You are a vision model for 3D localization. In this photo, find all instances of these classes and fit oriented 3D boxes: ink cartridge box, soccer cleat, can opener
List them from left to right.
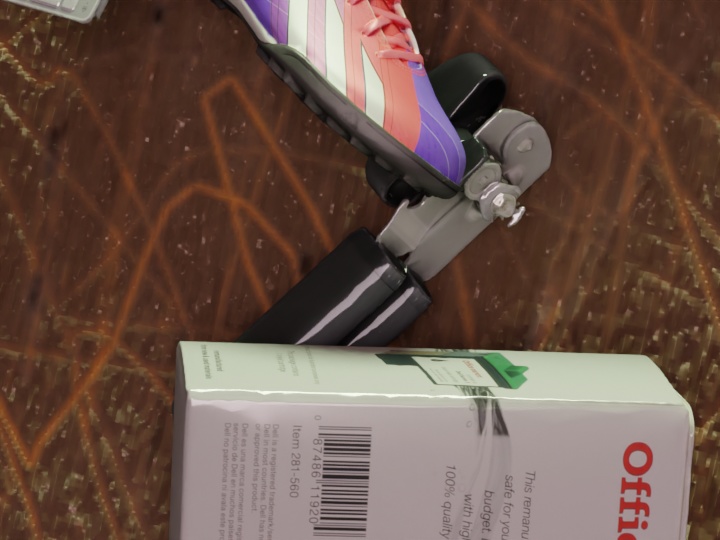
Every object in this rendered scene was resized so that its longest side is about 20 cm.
[{"bbox_3d":[-0.016,-0.113,1.117,0.073,0.068,0.200,-43,70,3],"label":"soccer cleat"},{"bbox_3d":[0.000,0.000,1.150,0.200,0.053,0.066,-47,54,2],"label":"can opener"},{"bbox_3d":[0.024,0.109,1.101,0.199,0.084,0.147,2,103,-7],"label":"ink cartridge box"}]

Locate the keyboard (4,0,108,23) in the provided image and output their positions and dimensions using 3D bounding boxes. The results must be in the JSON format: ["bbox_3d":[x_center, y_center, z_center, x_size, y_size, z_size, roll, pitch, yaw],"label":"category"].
[{"bbox_3d":[-0.087,-0.193,1.129,0.056,0.011,0.201,20,77,30],"label":"keyboard"}]
